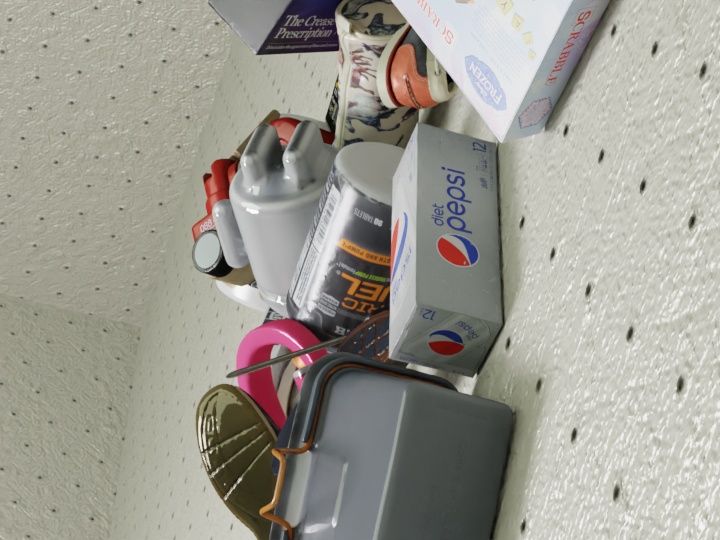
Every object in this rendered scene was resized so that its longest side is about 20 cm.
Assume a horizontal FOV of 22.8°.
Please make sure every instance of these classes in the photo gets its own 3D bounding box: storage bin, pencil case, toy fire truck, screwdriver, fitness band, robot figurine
[{"bbox_3d":[0.018,0.155,1.193,0.134,0.145,0.201,-13,63,66],"label":"storage bin"},{"bbox_3d":[0.012,-0.160,1.605,0.078,0.089,0.200,41,148,29],"label":"pencil case"},{"bbox_3d":[-0.088,-0.100,1.797,0.176,0.128,0.201,-35,58,31],"label":"toy fire truck"},{"bbox_3d":[-0.023,0.060,1.405,0.028,0.200,0.029,23,126,47],"label":"screwdriver"},{"bbox_3d":[-0.047,0.140,1.524,0.144,0.037,0.201,-24,86,60],"label":"fitness band"},{"bbox_3d":[-0.050,-0.036,1.619,0.113,0.169,0.201,-64,-33,-49],"label":"robot figurine"}]

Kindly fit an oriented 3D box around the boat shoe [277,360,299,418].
[{"bbox_3d":[-0.028,0.066,1.702,0.072,0.059,0.201,43,-125,-55],"label":"boat shoe"}]

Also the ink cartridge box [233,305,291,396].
[{"bbox_3d":[-0.074,0.096,1.727,0.100,0.039,0.200,66,-144,-47],"label":"ink cartridge box"}]

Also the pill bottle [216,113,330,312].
[{"bbox_3d":[-0.077,-0.062,1.948,0.120,0.119,0.201,-112,37,-72],"label":"pill bottle"}]

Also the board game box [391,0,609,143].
[{"bbox_3d":[0.093,-0.229,1.236,0.200,0.041,0.200,56,142,27],"label":"board game box"}]

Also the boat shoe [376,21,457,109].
[{"bbox_3d":[0.075,-0.212,1.511,0.071,0.062,0.200,59,-138,-37],"label":"boat shoe"}]

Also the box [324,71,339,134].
[{"bbox_3d":[0.014,-0.204,1.855,0.200,0.049,0.160,-112,40,-72],"label":"box"}]

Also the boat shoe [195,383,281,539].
[{"bbox_3d":[-0.065,0.183,1.477,0.072,0.201,0.066,-40,-16,22],"label":"boat shoe"}]

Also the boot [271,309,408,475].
[{"bbox_3d":[0.017,0.107,1.389,0.200,0.097,0.075,-50,25,41],"label":"boot"}]

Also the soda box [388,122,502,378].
[{"bbox_3d":[0.062,-0.018,1.330,0.200,0.068,0.064,-88,16,-46],"label":"soda box"}]

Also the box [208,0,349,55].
[{"bbox_3d":[-0.019,-0.270,1.599,0.200,0.079,0.141,-13,-37,-53],"label":"box"}]

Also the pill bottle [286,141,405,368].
[{"bbox_3d":[0.000,0.000,1.520,0.106,0.106,0.201,-94,20,-57],"label":"pill bottle"}]
